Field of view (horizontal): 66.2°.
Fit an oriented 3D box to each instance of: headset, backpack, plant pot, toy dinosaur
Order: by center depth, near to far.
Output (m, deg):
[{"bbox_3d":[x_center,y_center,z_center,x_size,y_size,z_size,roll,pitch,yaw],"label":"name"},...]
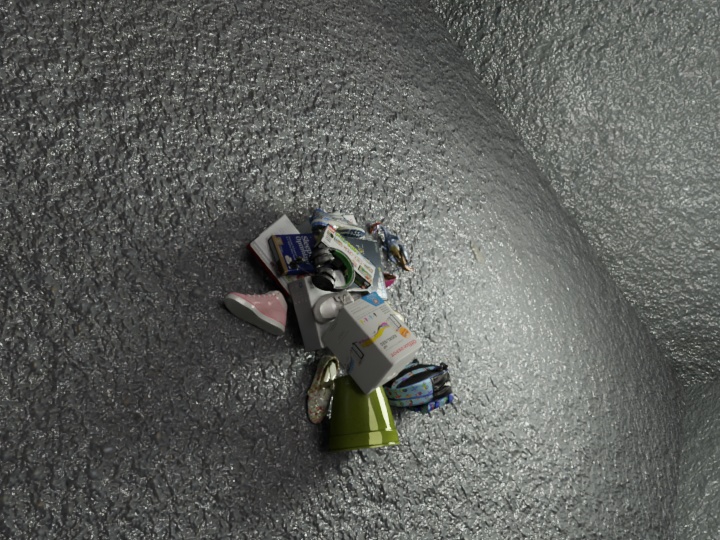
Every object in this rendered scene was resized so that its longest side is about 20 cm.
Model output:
[{"bbox_3d":[-0.097,-0.011,1.494,0.198,0.094,0.125,5,65,-32],"label":"headset"},{"bbox_3d":[0.000,0.385,1.513,0.199,0.199,0.196,8,68,-40],"label":"plant pot"},{"bbox_3d":[0.166,0.369,1.717,0.198,0.182,0.136,-15,95,-34],"label":"backpack"},{"bbox_3d":[0.104,-0.085,2.006,0.183,0.104,0.200,63,3,22],"label":"toy dinosaur"}]

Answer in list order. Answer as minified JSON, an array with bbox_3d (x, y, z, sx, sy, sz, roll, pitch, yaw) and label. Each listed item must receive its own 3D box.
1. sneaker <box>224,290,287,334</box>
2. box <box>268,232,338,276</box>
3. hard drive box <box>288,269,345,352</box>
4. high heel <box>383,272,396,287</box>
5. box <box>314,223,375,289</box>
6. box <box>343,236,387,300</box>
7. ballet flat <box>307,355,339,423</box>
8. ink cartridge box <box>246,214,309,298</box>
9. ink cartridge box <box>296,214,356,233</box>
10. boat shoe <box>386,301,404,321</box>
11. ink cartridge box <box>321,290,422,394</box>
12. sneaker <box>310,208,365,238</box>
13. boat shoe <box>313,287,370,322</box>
[{"bbox_3d":[-0.280,0.089,1.514,0.200,0.075,0.106,36,51,-34],"label":"sneaker"},{"bbox_3d":[-0.157,-0.050,1.591,0.198,0.032,0.122,-5,62,-39],"label":"box"},{"bbox_3d":[-0.103,0.111,1.571,0.155,0.076,0.203,-11,85,-47],"label":"hard drive box"},{"bbox_3d":[0.022,0.021,1.825,0.198,0.096,0.068,22,54,-34],"label":"high heel"},{"bbox_3d":[-0.042,-0.040,1.631,0.200,0.035,0.110,41,29,-15],"label":"box"},{"bbox_3d":[0.000,0.000,1.735,0.156,0.051,0.203,5,69,-40],"label":"box"},{"bbox_3d":[-0.103,0.328,1.561,0.075,0.064,0.202,30,51,-28],"label":"ballet flat"},{"bbox_3d":[-0.230,-0.031,1.622,0.201,0.084,0.176,52,45,-8],"label":"ink cartridge box"},{"bbox_3d":[-0.092,-0.096,1.788,0.199,0.083,0.147,-9,74,-46],"label":"ink cartridge box"},{"bbox_3d":[0.066,0.146,1.818,0.201,0.074,0.076,35,54,-26],"label":"boat shoe"},{"bbox_3d":[0.030,0.190,1.468,0.200,0.145,0.147,48,39,17],"label":"ink cartridge box"},{"bbox_3d":[-0.067,-0.150,1.726,0.198,0.077,0.086,12,57,-38],"label":"sneaker"},{"bbox_3d":[-0.047,0.086,1.531,0.199,0.069,0.072,-26,98,-47],"label":"boat shoe"}]
